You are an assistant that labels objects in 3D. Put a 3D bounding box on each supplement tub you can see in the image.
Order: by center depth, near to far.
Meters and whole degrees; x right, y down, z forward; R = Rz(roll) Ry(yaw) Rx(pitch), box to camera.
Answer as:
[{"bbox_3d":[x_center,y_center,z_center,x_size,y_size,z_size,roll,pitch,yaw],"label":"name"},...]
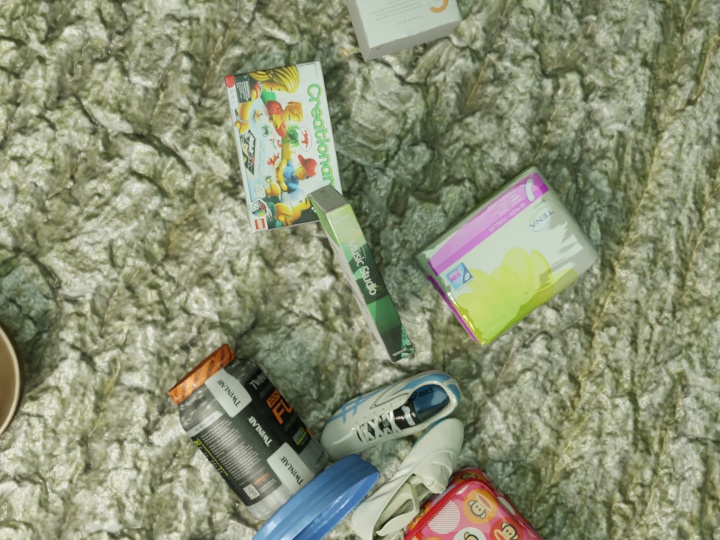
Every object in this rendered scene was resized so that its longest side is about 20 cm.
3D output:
[{"bbox_3d":[-0.142,0.199,1.266,0.122,0.123,0.201,-39,95,-1],"label":"supplement tub"}]

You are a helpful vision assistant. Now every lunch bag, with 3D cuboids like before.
[{"bbox_3d":[0.149,0.380,1.320,0.176,0.082,0.200,-44,93,3],"label":"lunch bag"}]

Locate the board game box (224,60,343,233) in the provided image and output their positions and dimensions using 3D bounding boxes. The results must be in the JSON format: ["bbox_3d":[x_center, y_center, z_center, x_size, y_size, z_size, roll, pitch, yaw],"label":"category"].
[{"bbox_3d":[-0.096,-0.157,1.296,0.125,0.035,0.203,-11,94,-4],"label":"board game box"}]

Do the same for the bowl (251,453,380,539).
[{"bbox_3d":[-0.061,0.302,1.244,0.200,0.201,0.039,-43,74,-1],"label":"bowl"}]

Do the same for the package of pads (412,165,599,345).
[{"bbox_3d":[0.190,-0.017,1.306,0.199,0.068,0.155,-37,94,-1],"label":"package of pads"}]

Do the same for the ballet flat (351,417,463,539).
[{"bbox_3d":[0.072,0.280,1.306,0.069,0.069,0.200,44,94,-5],"label":"ballet flat"}]

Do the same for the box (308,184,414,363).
[{"bbox_3d":[0.000,0.000,1.236,0.036,0.144,0.202,-26,108,-4],"label":"box"}]

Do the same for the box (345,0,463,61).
[{"bbox_3d":[0.035,-0.382,1.263,0.123,0.097,0.202,-17,93,-3],"label":"box"}]

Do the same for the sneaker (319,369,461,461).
[{"bbox_3d":[0.036,0.187,1.304,0.198,0.072,0.072,-26,96,-1],"label":"sneaker"}]

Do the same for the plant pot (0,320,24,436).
[{"bbox_3d":[-0.509,0.129,1.253,0.198,0.093,0.204,0,93,-3],"label":"plant pot"}]
